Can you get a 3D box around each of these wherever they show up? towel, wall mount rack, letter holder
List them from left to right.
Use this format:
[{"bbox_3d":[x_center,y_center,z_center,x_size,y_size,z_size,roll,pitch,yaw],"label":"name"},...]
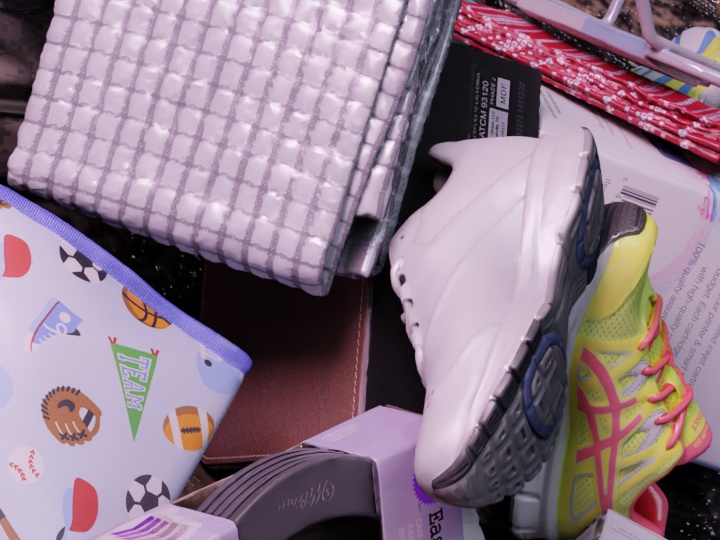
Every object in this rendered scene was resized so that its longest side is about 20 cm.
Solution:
[{"bbox_3d":[-0.046,-0.102,1.029,0.164,0.086,0.202,16,90,14],"label":"towel"},{"bbox_3d":[0.000,0.000,1.121,0.100,0.142,0.202,12,77,-38],"label":"letter holder"},{"bbox_3d":[0.134,-0.161,1.260,0.173,0.075,0.199,18,7,-47],"label":"wall mount rack"},{"bbox_3d":[0.132,-0.102,1.225,0.199,0.023,0.144,28,12,23],"label":"towel"}]

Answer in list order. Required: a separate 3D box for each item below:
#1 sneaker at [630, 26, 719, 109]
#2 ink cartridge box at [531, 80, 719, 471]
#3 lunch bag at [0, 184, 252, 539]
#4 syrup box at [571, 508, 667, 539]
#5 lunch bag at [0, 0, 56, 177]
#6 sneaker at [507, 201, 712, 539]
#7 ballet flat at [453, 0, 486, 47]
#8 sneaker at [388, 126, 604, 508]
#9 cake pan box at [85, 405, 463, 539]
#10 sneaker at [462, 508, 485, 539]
[{"bbox_3d":[0.140,-0.091,1.321,0.105,0.076,0.200,34,50,-4],"label":"sneaker"},{"bbox_3d":[0.143,0.005,1.200,0.199,0.146,0.088,19,21,-15],"label":"ink cartridge box"},{"bbox_3d":[-0.177,0.058,0.985,0.200,0.124,0.171,37,50,-13],"label":"lunch bag"},{"bbox_3d":[0.108,0.222,1.088,0.081,0.079,0.201,29,49,-9],"label":"syrup box"},{"bbox_3d":[-0.185,-0.170,1.130,0.138,0.168,0.201,7,56,-26],"label":"lunch bag"},{"bbox_3d":[0.129,0.054,1.118,0.090,0.201,0.078,15,40,11],"label":"sneaker"},{"bbox_3d":[-0.022,-0.139,1.281,0.199,0.068,0.072,-18,49,-33],"label":"ballet flat"},{"bbox_3d":[0.050,0.020,1.000,0.086,0.075,0.201,4,46,17],"label":"sneaker"},{"bbox_3d":[-0.029,0.171,0.971,0.184,0.052,0.202,-20,112,-45],"label":"cake pan box"},{"bbox_3d":[-0.016,0.166,1.061,0.199,0.073,0.085,-15,76,-30],"label":"sneaker"}]
